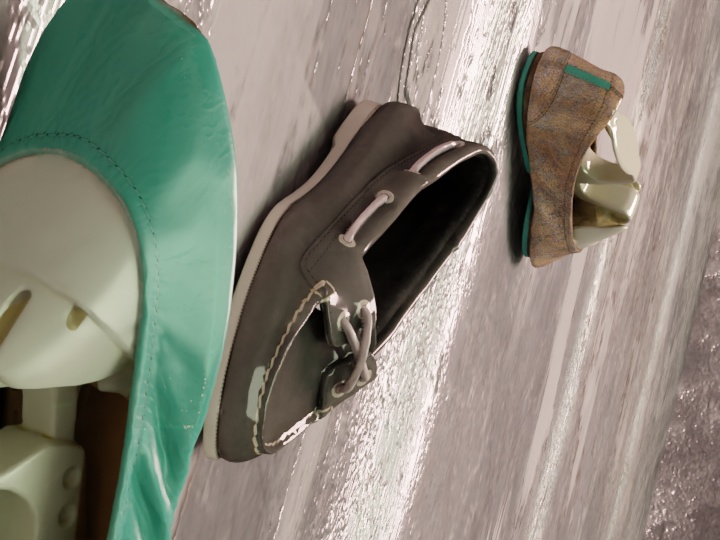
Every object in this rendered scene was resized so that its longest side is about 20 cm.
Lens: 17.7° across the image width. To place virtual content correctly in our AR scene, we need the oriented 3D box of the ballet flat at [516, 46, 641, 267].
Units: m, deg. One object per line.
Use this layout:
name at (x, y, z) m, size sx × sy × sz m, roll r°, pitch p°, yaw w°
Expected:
ballet flat at (0.124, -0.052, 1.306) m, size 0.200 × 0.067 × 0.069 m, roll 77°, pitch 29°, yaw -64°

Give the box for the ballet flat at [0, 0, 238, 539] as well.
ballet flat at (-0.071, 0.036, 0.517) m, size 0.070 × 0.067 × 0.202 m, roll -11°, pitch 112°, yaw -61°

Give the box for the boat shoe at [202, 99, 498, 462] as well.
boat shoe at (0.000, 0.000, 0.813) m, size 0.200 × 0.056 × 0.067 m, roll -61°, pitch 160°, yaw -53°
